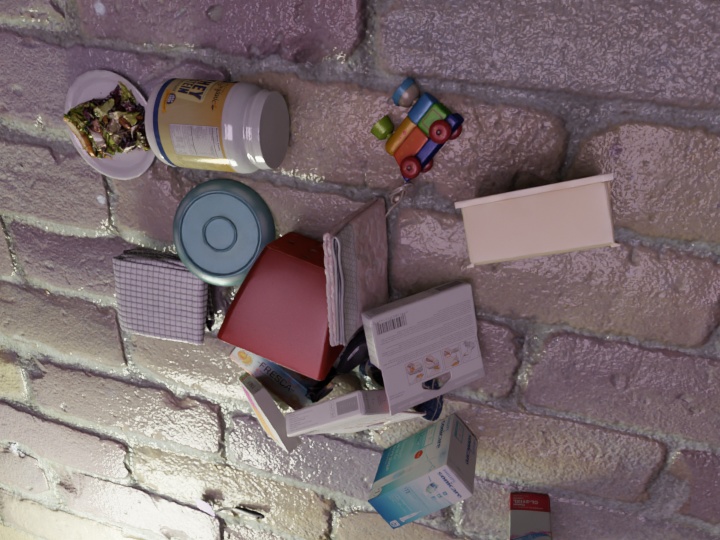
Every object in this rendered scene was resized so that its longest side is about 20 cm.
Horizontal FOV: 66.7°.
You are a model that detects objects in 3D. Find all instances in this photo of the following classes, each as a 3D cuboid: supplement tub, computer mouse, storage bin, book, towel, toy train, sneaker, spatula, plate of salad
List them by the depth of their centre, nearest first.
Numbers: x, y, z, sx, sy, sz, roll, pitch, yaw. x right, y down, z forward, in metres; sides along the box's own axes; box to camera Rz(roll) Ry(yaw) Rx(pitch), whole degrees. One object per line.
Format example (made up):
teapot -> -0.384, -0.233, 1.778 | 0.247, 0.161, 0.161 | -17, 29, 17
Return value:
storage bin -> 0.258, -0.074, 0.799 | 0.198, 0.198, 0.095 | -9, 94, 20
toy train -> 0.059, -0.194, 0.871 | 0.116, 0.085, 0.200 | 45, 119, 5
supplement tub -> -0.230, -0.237, 0.899 | 0.198, 0.145, 0.146 | 7, 116, 13
towel -> 0.000, 0.000, 0.912 | 0.032, 0.191, 0.202 | 10, 117, 24
plate of salad -> -0.470, -0.265, 1.014 | 0.198, 0.048, 0.202 | 7, 115, 14
computer mouse -> -0.027, 0.169, 1.029 | 0.200, 0.140, 0.046 | -40, 91, 28
sneaker -> 0.078, 0.224, 1.064 | 0.200, 0.077, 0.085 | 40, 153, -20
book -> -0.192, 0.281, 1.110 | 0.048, 0.200, 0.134 | -34, 101, -18
towel -> -0.393, 0.048, 1.115 | 0.198, 0.086, 0.167 | 7, 108, 8
spatula -> -0.335, 0.609, 1.390 | 0.198, 0.021, 0.057 | 1, 127, 14

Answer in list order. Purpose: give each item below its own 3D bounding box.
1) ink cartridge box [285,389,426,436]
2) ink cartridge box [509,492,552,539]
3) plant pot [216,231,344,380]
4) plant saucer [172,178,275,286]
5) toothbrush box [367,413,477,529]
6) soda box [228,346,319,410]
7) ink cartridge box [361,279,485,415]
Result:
ink cartridge box -> -0.010, 0.264, 1.010 | 0.199, 0.175, 0.045 | -26, 63, 37
ink cartridge box -> 0.333, 0.564, 1.063 | 0.082, 0.200, 0.147 | -2, 113, 17
plant pot -> -0.107, 0.044, 0.974 | 0.198, 0.200, 0.178 | 21, 107, 7
plant saucer -> -0.258, -0.068, 1.016 | 0.198, 0.027, 0.202 | 1, 99, 5
toothbrush box -> 0.126, 0.396, 1.081 | 0.199, 0.147, 0.085 | -35, 101, 28
soda box -> -0.169, 0.203, 1.129 | 0.200, 0.064, 0.068 | 40, 119, -5
ink cartridge box -> 0.112, 0.129, 0.943 | 0.198, 0.045, 0.178 | -17, 105, -20
